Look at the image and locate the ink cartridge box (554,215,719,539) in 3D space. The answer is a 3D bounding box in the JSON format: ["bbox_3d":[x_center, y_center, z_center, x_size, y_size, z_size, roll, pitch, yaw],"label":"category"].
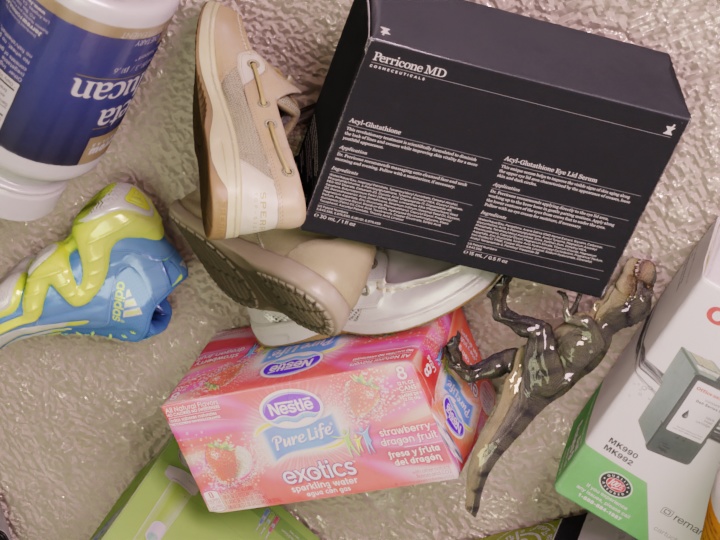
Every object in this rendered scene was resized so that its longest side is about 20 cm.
[{"bbox_3d":[0.235,0.088,1.198,0.145,0.084,0.201,30,125,2],"label":"ink cartridge box"}]

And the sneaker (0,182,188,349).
[{"bbox_3d":[-0.201,0.027,1.343,0.105,0.076,0.200,47,124,-10],"label":"sneaker"}]

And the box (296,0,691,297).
[{"bbox_3d":[0.076,-0.079,1.127,0.199,0.079,0.142,13,129,-14],"label":"box"}]

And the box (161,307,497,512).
[{"bbox_3d":[-0.021,0.091,1.292,0.199,0.103,0.095,-11,115,28],"label":"box"}]

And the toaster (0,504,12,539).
[{"bbox_3d":[-0.376,0.276,1.535,0.199,0.119,0.182,0,118,22],"label":"toaster"}]

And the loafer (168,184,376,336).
[{"bbox_3d":[-0.054,-0.015,1.214,0.200,0.068,0.076,27,155,50],"label":"loafer"}]

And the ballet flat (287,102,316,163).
[{"bbox_3d":[-0.010,-0.089,1.205,0.199,0.067,0.047,-21,101,24],"label":"ballet flat"}]

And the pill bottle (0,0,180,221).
[{"bbox_3d":[-0.202,-0.130,1.226,0.111,0.111,0.200,33,126,0],"label":"pill bottle"}]

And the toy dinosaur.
[{"bbox_3d":[0.104,0.056,1.205,0.088,0.047,0.200,40,97,4],"label":"toy dinosaur"}]

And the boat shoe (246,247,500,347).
[{"bbox_3d":[0.000,0.000,1.248,0.199,0.071,0.070,-13,114,29],"label":"boat shoe"}]

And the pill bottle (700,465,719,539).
[{"bbox_3d":[0.258,0.168,1.118,0.110,0.111,0.201,14,125,13],"label":"pill bottle"}]

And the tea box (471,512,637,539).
[{"bbox_3d":[0.121,0.285,1.291,0.196,0.200,0.134,-19,111,29],"label":"tea box"}]

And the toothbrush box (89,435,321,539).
[{"bbox_3d":[-0.133,0.234,1.362,0.145,0.200,0.086,40,125,-6],"label":"toothbrush box"}]

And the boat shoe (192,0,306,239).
[{"bbox_3d":[-0.069,-0.095,1.161,0.064,0.201,0.072,-1,132,-8],"label":"boat shoe"}]
